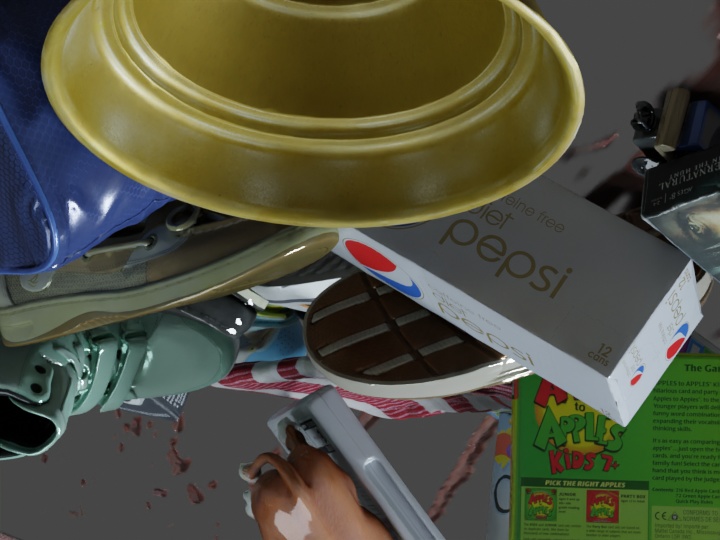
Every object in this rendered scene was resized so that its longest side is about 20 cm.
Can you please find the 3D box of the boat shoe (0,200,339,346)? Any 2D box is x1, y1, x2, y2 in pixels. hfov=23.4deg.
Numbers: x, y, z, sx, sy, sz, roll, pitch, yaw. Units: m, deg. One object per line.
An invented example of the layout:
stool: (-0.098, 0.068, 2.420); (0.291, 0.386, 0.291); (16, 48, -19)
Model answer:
boat shoe: (-0.100, -0.012, 0.820); (0.200, 0.063, 0.073); (-14, 180, 39)

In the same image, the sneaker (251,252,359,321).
sneaker: (0.000, 0.000, 0.947); (0.200, 0.079, 0.079); (6, 150, 33)

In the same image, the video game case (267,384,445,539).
video game case: (0.014, 0.153, 1.042); (0.182, 0.022, 0.200); (54, 167, 1)

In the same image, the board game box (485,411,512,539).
board game box: (0.174, 0.149, 1.012); (0.105, 0.103, 0.200); (-2, 166, 42)

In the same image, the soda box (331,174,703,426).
soda box: (0.053, -0.013, 0.795); (0.200, 0.068, 0.064); (31, 167, 27)

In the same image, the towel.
towel: (0.011, 0.070, 1.039); (0.144, 0.023, 0.200); (12, 168, -32)

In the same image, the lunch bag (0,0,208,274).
lunch bag: (-0.150, -0.080, 0.781); (0.200, 0.132, 0.136); (-1, 115, 51)

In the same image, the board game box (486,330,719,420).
board game box: (0.129, 0.060, 1.041); (0.134, 0.034, 0.200); (33, 157, -31)

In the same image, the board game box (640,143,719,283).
board game box: (0.230, -0.002, 0.728); (0.135, 0.028, 0.200); (-21, 137, 40)

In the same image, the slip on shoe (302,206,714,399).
slip on shoe: (0.073, 0.021, 0.847); (0.200, 0.076, 0.061); (-17, 153, 4)

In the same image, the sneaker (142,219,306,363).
sneaker: (-0.063, 0.023, 1.075); (0.130, 0.080, 0.200); (8, 158, 37)

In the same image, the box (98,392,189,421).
box: (-0.193, 0.003, 1.115); (0.122, 0.106, 0.200); (7, 156, 34)

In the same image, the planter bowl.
planter bowl: (-0.015, -0.098, 0.660); (0.200, 0.084, 0.200); (3, 155, 2)

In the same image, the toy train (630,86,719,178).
toy train: (0.185, -0.019, 0.772); (0.046, 0.034, 0.200); (-6, 148, 45)

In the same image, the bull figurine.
bull figurine: (-0.008, 0.176, 0.972); (0.200, 0.065, 0.121); (67, 168, -18)

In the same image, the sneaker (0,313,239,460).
sneaker: (-0.151, 0.066, 0.948); (0.200, 0.074, 0.118); (3, -149, -24)

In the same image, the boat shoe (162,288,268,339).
boat shoe: (-0.144, 0.000, 0.924); (0.201, 0.063, 0.074); (19, 170, 18)

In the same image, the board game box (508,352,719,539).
board game box: (0.176, 0.092, 0.882); (0.199, 0.102, 0.048); (1, 175, 3)
